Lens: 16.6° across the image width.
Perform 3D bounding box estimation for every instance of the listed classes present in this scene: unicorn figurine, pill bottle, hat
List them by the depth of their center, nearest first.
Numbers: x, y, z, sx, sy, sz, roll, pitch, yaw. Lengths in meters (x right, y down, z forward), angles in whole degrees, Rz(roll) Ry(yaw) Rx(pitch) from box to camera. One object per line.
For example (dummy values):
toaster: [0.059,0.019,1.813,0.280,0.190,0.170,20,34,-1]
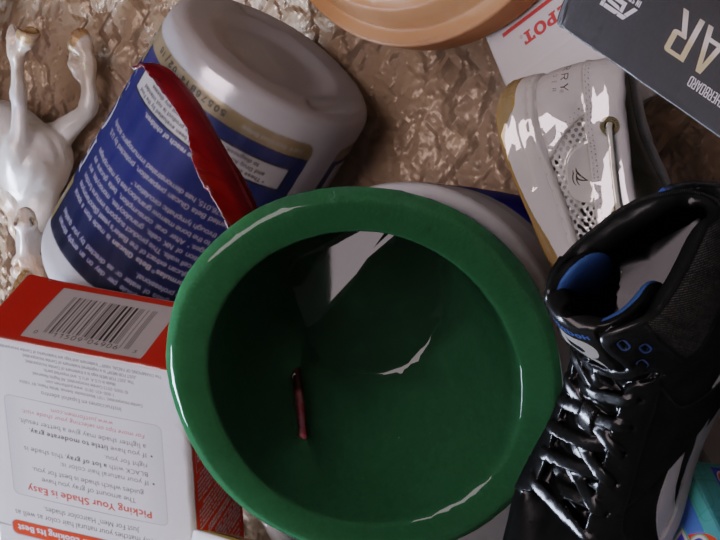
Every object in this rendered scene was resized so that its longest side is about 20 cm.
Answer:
hat: [0.000,0.000,1.104,0.165,0.176,0.200,-18,113,10]
pill bottle: [-0.091,-0.027,1.228,0.111,0.111,0.200,47,116,31]
unicorn figurine: [-0.196,-0.074,1.354,0.200,0.074,0.138,37,121,50]

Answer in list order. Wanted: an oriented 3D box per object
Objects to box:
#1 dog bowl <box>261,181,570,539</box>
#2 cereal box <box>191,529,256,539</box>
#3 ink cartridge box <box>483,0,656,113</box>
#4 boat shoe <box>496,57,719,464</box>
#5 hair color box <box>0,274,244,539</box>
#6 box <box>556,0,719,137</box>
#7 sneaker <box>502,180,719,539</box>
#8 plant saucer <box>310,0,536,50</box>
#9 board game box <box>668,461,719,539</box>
dog bowl: [0.039,0.061,1.137,0.200,0.079,0.201,-2,86,39]
cereal box: [-0.049,0.223,1.093,0.144,0.039,0.201,5,83,58]
ink cartridge box: [0.104,-0.157,1.098,0.115,0.068,0.200,-34,67,36]
boat shoe: [0.125,0.004,1.039,0.069,0.071,0.200,-18,108,26]
hair color box: [-0.118,0.109,1.206,0.111,0.064,0.201,10,122,17]
box: [0.192,-0.064,0.936,0.160,0.200,0.044,39,112,33]
sneaker: [0.091,0.048,0.961,0.073,0.112,0.200,39,102,37]
plant saucer: [0.026,-0.200,1.102,0.200,0.032,0.201,-2,88,42]
board game box: [0.140,0.202,0.994,0.152,0.045,0.200,-51,47,33]
